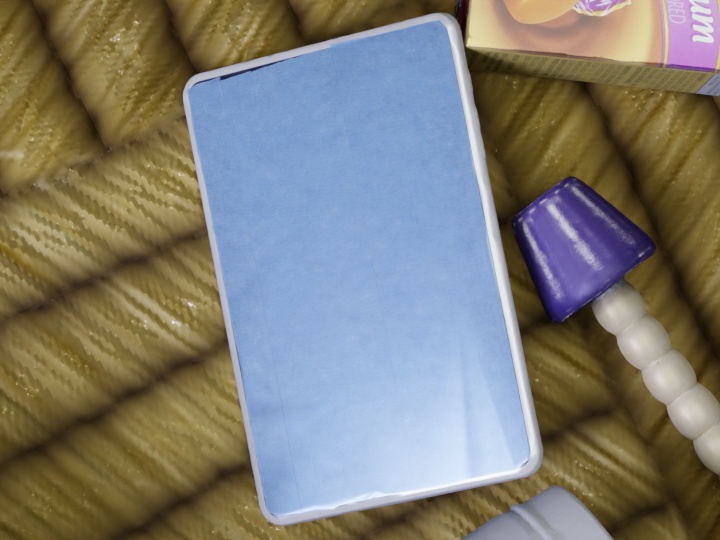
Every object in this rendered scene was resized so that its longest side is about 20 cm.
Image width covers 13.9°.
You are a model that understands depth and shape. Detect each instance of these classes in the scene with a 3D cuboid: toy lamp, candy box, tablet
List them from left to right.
[{"bbox_3d":[0.000,0.000,1.257,0.130,0.014,0.201,-13,84,19],"label":"tablet"},{"bbox_3d":[0.136,0.049,1.261,0.058,0.058,0.200,-36,89,-7],"label":"toy lamp"},{"bbox_3d":[0.144,-0.139,1.284,0.199,0.056,0.117,5,82,-5],"label":"candy box"}]

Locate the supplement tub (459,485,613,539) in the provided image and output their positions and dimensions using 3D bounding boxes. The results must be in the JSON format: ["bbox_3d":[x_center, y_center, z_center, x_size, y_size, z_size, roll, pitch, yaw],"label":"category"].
[{"bbox_3d":[0.031,0.193,1.198,0.200,0.132,0.132,-32,86,-8],"label":"supplement tub"}]
